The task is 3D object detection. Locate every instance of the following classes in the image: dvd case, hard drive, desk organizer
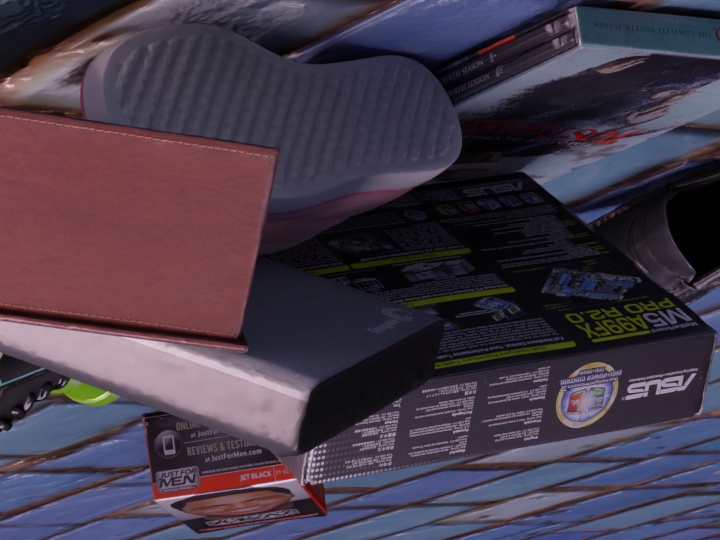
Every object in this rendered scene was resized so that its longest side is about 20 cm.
[{"bbox_3d":[0.082,-0.072,1.300,0.146,0.022,0.200,1,166,-40],"label":"dvd case"},{"bbox_3d":[-0.083,0.014,1.139,0.200,0.033,0.140,19,-164,18],"label":"hard drive"},{"bbox_3d":[-0.135,-0.030,1.050,0.200,0.077,0.072,8,-162,-14],"label":"desk organizer"}]

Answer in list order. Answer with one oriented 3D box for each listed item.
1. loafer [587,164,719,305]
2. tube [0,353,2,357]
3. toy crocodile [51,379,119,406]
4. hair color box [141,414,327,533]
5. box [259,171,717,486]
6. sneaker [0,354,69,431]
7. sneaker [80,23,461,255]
[{"bbox_3d":[0.164,-0.018,1.515,0.201,0.068,0.070,-20,157,23],"label":"loafer"},{"bbox_3d":[-0.229,-0.009,1.168,0.200,0.058,0.052,32,176,-35],"label":"tube"},{"bbox_3d":[-0.107,0.032,1.484,0.200,0.062,0.068,-4,169,19],"label":"toy crocodile"},{"bbox_3d":[-0.084,0.137,2.053,0.101,0.061,0.200,-9,167,4],"label":"hair color box"},{"bbox_3d":[0.026,0.020,1.271,0.200,0.044,0.160,-9,-148,-30],"label":"box"},{"bbox_3d":[-0.161,0.038,1.291,0.200,0.079,0.075,-6,167,-25],"label":"sneaker"},{"bbox_3d":[-0.057,-0.045,1.190,0.105,0.075,0.200,-25,165,37],"label":"sneaker"}]
